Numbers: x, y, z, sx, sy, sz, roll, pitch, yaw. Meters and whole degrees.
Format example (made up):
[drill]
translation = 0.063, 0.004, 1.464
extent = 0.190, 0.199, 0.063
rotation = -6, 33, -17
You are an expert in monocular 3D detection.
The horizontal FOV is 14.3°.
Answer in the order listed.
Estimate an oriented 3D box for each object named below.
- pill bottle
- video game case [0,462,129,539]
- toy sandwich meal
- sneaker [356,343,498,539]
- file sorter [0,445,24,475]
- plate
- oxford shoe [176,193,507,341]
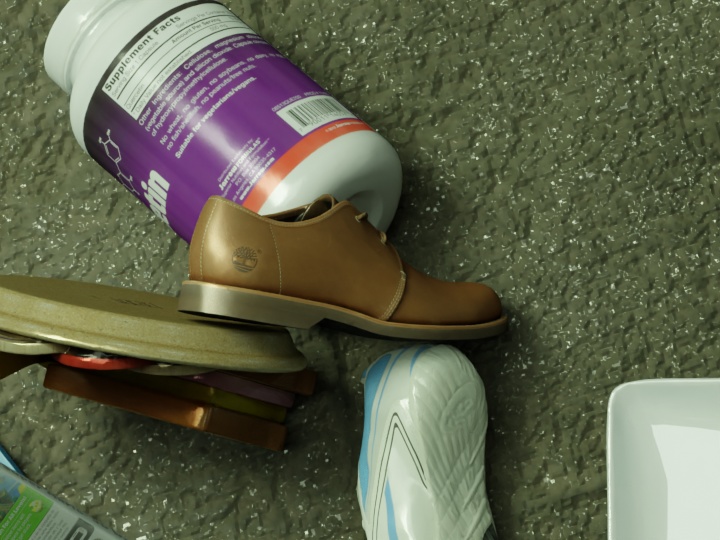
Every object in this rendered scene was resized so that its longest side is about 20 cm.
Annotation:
[pill bottle]
translation = -0.079, -0.076, 1.558
extent = 0.200, 0.112, 0.113
rotation = 41, 88, 25
[video game case]
translation = -0.206, 0.170, 1.483
extent = 0.143, 0.200, 0.018
rotation = -54, 25, 5
[toy sandwich meal]
translation = -0.119, 0.051, 1.487
extent = 0.205, 0.205, 0.071
rotation = 11, 94, 21
[sneaker]
translation = 0.032, 0.139, 1.487
extent = 0.072, 0.072, 0.201
rotation = -15, 72, 54
[file sorter]
translation = -0.294, 0.141, 1.540
extent = 0.200, 0.123, 0.139
rotation = -43, 56, 0
[plate]
translation = 0.221, 0.151, 1.433
extent = 0.199, 0.032, 0.201
rotation = -3, 72, 17
[oxford shoe]
translation = 0.000, 0.000, 1.469
extent = 0.071, 0.200, 0.072
rotation = 2, 83, 50
